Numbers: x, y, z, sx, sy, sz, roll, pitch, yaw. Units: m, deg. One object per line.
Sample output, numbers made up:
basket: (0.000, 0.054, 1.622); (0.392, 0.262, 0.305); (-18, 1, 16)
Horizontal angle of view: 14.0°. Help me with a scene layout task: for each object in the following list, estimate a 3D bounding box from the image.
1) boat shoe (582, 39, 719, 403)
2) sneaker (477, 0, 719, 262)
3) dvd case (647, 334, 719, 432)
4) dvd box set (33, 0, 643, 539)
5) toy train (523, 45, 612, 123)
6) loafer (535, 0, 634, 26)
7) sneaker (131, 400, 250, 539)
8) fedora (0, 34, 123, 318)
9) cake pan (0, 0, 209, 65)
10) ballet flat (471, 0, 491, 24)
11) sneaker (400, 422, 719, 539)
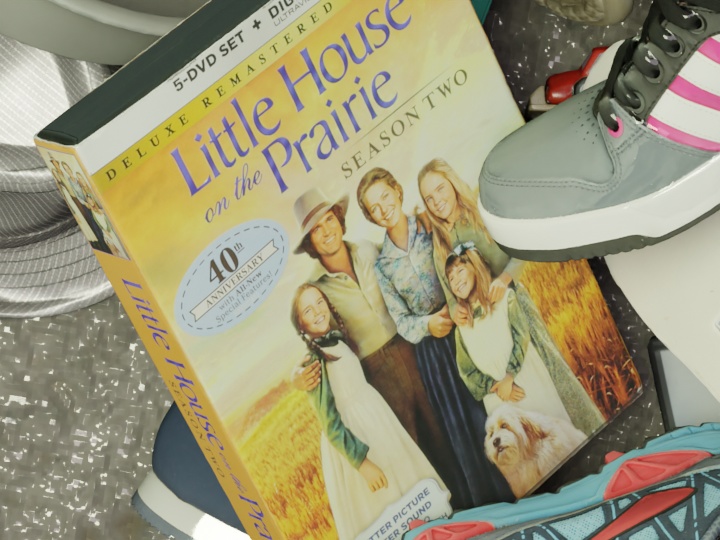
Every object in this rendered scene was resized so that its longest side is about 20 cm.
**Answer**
boat shoe: (0.142, 0.003, 0.945); (0.200, 0.068, 0.072); (53, 129, 34)
sneaker: (0.099, -0.085, 0.862); (0.199, 0.084, 0.121); (-25, 119, 23)
dvd case: (0.194, 0.078, 0.971); (0.199, 0.018, 0.144); (-10, 94, 39)
dvd box set: (0.000, 0.000, 0.926); (0.146, 0.029, 0.201); (-39, 119, -24)
toy train: (0.090, -0.055, 1.014); (0.198, 0.034, 0.046); (1, 81, 1)
loafer: (0.056, -0.169, 0.904); (0.068, 0.076, 0.201); (-34, 121, -22)
sneaker: (0.026, 0.084, 1.003); (0.199, 0.070, 0.082); (22, 96, -2)
fedora: (-0.133, -0.078, 0.983); (0.177, 0.090, 0.200); (-45, 92, 3)
cake pan: (-0.098, -0.147, 0.945); (0.200, 0.200, 0.037); (44, 129, -2)
ballet flat: (0.029, -0.129, 0.989); (0.070, 0.067, 0.201); (23, 75, 28)
sneaker: (0.076, 0.108, 0.920); (0.199, 0.095, 0.080); (-27, 112, -21)
